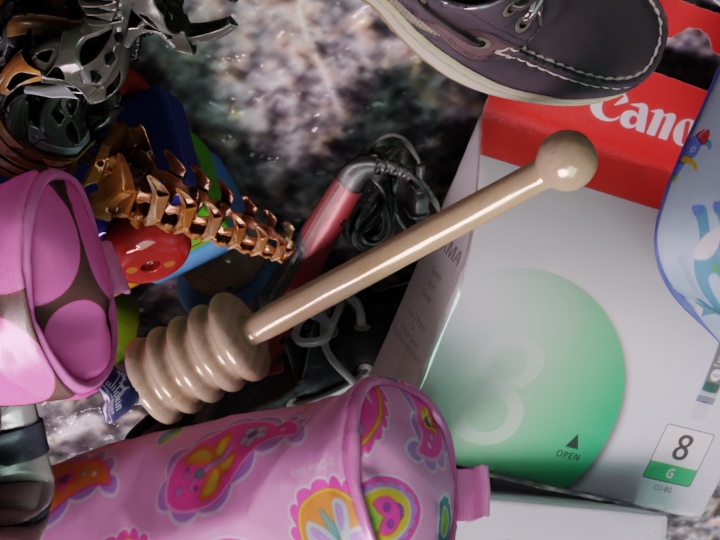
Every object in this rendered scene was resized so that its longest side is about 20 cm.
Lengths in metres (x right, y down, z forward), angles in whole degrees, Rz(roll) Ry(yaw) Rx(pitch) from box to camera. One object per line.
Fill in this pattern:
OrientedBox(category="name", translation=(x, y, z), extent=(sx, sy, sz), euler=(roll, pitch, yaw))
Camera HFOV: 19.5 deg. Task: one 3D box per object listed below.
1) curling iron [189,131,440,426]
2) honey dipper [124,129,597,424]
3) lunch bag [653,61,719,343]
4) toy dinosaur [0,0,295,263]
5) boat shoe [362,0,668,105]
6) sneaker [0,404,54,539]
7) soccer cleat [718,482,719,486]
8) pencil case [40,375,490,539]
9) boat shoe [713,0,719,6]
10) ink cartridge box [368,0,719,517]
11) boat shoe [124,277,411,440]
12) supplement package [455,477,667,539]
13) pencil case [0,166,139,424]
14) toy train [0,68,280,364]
OrientedBox(category="curling iron", translation=(-0.031, 0.030, 0.839), extent=(0.049, 0.026, 0.200), euler=(22, 115, -29))
OrientedBox(category="honey dipper", translation=(0.000, 0.000, 0.784), extent=(0.199, 0.038, 0.038), euler=(-28, 135, 20))
OrientedBox(category="lunch bag", translation=(0.210, -0.022, 0.835), extent=(0.082, 0.161, 0.200), euler=(11, 157, 45))
OrientedBox(category="toy dinosaur", translation=(-0.104, -0.078, 0.729), extent=(0.199, 0.103, 0.136), euler=(27, 125, -28))
OrientedBox(category="boat shoe", translation=(0.040, -0.113, 0.741), extent=(0.199, 0.065, 0.072), euler=(28, 81, -31))
OrientedBox(category="sneaker", translation=(-0.197, 0.077, 0.822), extent=(0.145, 0.202, 0.077), euler=(-19, 111, -11))
OrientedBox(category="soccer cleat", translation=(0.253, 0.105, 1.032), extent=(0.199, 0.070, 0.087), euler=(0, 135, -14))
OrientedBox(category="pencil case", translation=(-0.052, 0.099, 0.807), extent=(0.199, 0.088, 0.087), euler=(-18, 140, 31))
OrientedBox(category="boat shoe", translation=(0.092, -0.143, 0.609), extent=(0.072, 0.073, 0.200), euler=(-33, 132, 22))
OrientedBox(category="ink cartridge box", translation=(0.108, -0.007, 0.844), extent=(0.160, 0.050, 0.201), euler=(15, 109, -28))
OrientedBox(category="boat shoe", translation=(-0.011, 0.038, 0.899), extent=(0.199, 0.074, 0.068), euler=(-31, 115, 10))
OrientedBox(category="supplement package", translation=(0.035, 0.146, 0.917), extent=(0.113, 0.110, 0.200), euler=(7, 177, -20))
OrientedBox(category="pencil case", translation=(-0.181, 0.024, 0.722), extent=(0.199, 0.094, 0.091), euler=(-11, 102, 12))
OrientedBox(category="toy train", translation=(-0.134, 0.009, 0.838), extent=(0.199, 0.085, 0.116), euler=(-26, 150, 14))
